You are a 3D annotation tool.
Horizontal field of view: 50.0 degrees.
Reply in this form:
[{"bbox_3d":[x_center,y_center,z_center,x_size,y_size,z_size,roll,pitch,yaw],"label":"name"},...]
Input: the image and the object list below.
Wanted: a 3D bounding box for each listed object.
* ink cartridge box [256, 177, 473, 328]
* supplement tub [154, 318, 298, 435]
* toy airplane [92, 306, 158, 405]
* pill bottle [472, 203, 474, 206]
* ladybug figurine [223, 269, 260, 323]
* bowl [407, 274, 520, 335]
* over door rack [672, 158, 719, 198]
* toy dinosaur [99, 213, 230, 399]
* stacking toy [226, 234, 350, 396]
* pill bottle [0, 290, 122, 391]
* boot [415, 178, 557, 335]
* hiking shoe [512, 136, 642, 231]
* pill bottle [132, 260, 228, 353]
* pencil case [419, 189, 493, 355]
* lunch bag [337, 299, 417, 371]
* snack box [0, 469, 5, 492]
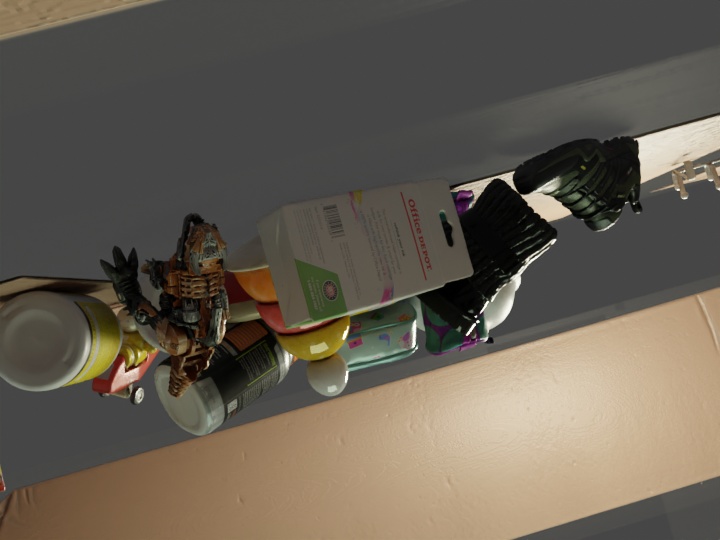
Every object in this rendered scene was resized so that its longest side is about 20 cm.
[{"bbox_3d":[0.008,-0.021,0.785,0.200,0.117,0.067,-13,175,-31],"label":"ink cartridge box"},{"bbox_3d":[-0.190,0.142,1.137,0.200,0.123,0.122,-32,-171,-41],"label":"supplement tub"},{"bbox_3d":[-0.376,0.114,1.315,0.200,0.141,0.199,-16,-142,-23],"label":"toy airplane"},{"bbox_3d":[0.112,-0.029,1.248,0.200,0.113,0.113,-17,177,33],"label":"pill bottle"},{"bbox_3d":[-0.138,0.020,1.130,0.199,0.072,0.136,-17,-167,0],"label":"ladybug figurine"},{"bbox_3d":[0.147,0.055,1.187,0.200,0.091,0.201,1,154,1],"label":"bowl"},{"bbox_3d":[0.699,-0.193,1.508,0.147,0.067,0.200,-17,177,15],"label":"over door rack"},{"bbox_3d":[-0.166,0.036,0.699,0.102,0.136,0.200,10,117,-46],"label":"toy dinosaur"},{"bbox_3d":[-0.058,0.051,0.873,0.146,0.201,0.146,-15,-170,3],"label":"stacking toy"},{"bbox_3d":[-0.355,0.082,0.933,0.111,0.112,0.200,-15,177,-2],"label":"pill bottle"},{"bbox_3d":[0.099,-0.048,0.869,0.158,0.211,0.079,-53,157,11],"label":"boot"},{"bbox_3d":[0.259,-0.094,0.874,0.200,0.101,0.076,-13,176,-33],"label":"hiking shoe"},{"bbox_3d":[-0.228,0.052,0.987,0.113,0.113,0.200,-15,177,-14],"label":"pill bottle"},{"bbox_3d":[0.114,0.001,0.973,0.085,0.201,0.092,-9,-175,-26],"label":"pencil case"},{"bbox_3d":[-0.015,0.072,1.168,0.160,0.077,0.200,-14,-153,-17],"label":"lunch bag"},{"bbox_3d":[-0.476,0.157,0.837,0.168,0.201,0.068,-16,177,35],"label":"snack box"}]
